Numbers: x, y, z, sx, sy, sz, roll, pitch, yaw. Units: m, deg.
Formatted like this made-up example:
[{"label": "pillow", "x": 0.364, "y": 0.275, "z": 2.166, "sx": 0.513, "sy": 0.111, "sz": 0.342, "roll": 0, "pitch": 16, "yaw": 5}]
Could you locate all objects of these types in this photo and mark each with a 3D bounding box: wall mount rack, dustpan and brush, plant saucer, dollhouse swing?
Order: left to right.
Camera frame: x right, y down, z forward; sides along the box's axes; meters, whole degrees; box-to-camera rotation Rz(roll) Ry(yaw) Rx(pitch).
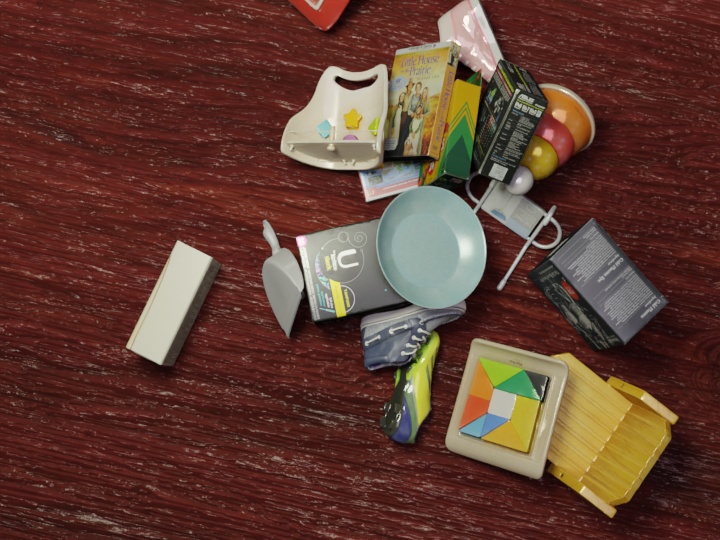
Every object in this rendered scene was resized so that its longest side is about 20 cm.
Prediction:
[{"label": "dustpan and brush", "x": -0.141, "y": -0.005, "z": 1.679, "sx": 0.056, "sy": 0.140, "sz": 0.201, "roll": -20, "pitch": 63, "yaw": -28}, {"label": "plant saucer", "x": 0.113, "y": -0.036, "z": 1.592, "sx": 0.197, "sy": 0.039, "sz": 0.206, "roll": 3, "pitch": 80, "yaw": -18}, {"label": "wall mount rack", "x": 0.249, "y": -0.075, "z": 1.700, "sx": 0.198, "sy": 0.075, "sz": 0.175, "roll": 35, "pitch": 122, "yaw": 5}, {"label": "dollhouse swing", "x": 0.383, "y": 0.260, "z": 1.619, "sx": 0.175, "sy": 0.182, "sz": 0.201, "roll": 39, "pitch": 86, "yaw": -16}]

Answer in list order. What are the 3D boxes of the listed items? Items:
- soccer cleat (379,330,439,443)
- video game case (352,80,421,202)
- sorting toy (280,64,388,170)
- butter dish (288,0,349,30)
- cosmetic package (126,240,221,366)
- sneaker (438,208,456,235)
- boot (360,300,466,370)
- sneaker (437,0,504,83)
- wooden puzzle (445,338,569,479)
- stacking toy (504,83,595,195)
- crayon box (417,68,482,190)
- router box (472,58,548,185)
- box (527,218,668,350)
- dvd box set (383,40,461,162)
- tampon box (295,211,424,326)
[{"label": "soccer cleat", "x": 0.099, "y": 0.204, "z": 1.682, "sx": 0.083, "sy": 0.064, "sz": 0.203, "roll": 29, "pitch": 76, "yaw": -30}, {"label": "video game case", "x": 0.052, "y": -0.238, "z": 1.741, "sx": 0.140, "sy": 0.017, "sz": 0.204, "roll": -14, "pitch": 84, "yaw": -1}, {"label": "sorting toy", "x": -0.020, "y": -0.277, "z": 1.689, "sx": 0.196, "sy": 0.107, "sz": 0.184, "roll": 4, "pitch": 77, "yaw": 28}, {"label": "butter dish", "x": -0.059, "y": -0.572, "z": 1.721, "sx": 0.199, "sy": 0.148, "sz": 0.201, "roll": 43, "pitch": 128, "yaw": 5}, {"label": "cosmetic package", "x": -0.321, "y": 0.059, "z": 1.669, "sx": 0.072, "sy": 0.104, "sz": 0.203, "roll": 24, "pitch": 84, "yaw": 3}, {"label": "sneaker", "x": 0.146, "y": -0.021, "z": 1.695, "sx": 0.075, "sy": 0.089, "sz": 0.204, "roll": 5, "pitch": 104, "yaw": -20}, {"label": "boot", "x": 0.093, "y": 0.111, "z": 1.650, "sx": 0.197, "sy": 0.073, "sz": 0.092, "roll": -16, "pitch": 65, "yaw": 26}, {"label": "sneaker", "x": 0.204, "y": -0.382, "z": 1.732, "sx": 0.103, "sy": 0.075, "sz": 0.203, "roll": -24, "pitch": 92, "yaw": 13}, {"label": "wooden puzzle", "x": 0.247, "y": 0.233, "z": 1.644, "sx": 0.182, "sy": 0.037, "sz": 0.204, "roll": 13, "pitch": 86, "yaw": 29}, {"label": "stacking toy", "x": 0.300, "y": -0.207, "z": 1.645, "sx": 0.145, "sy": 0.147, "sz": 0.201, "roll": 36, "pitch": 62, "yaw": 4}, {"label": "crayon box", "x": 0.155, "y": -0.243, "z": 1.676, "sx": 0.050, "sy": 0.127, "sz": 0.204, "roll": 13, "pitch": 76, "yaw": -16}, {"label": "router box", "x": 0.242, "y": -0.253, "z": 1.616, "sx": 0.061, "sy": 0.201, "sz": 0.152, "roll": 19, "pitch": 115, "yaw": -10}, {"label": "box", "x": 0.393, "y": 0.029, "z": 1.620, "sx": 0.104, "sy": 0.200, "sz": 0.182, "roll": -42, "pitch": 85, "yaw": -6}, {"label": "dvd box set", "x": 0.098, "y": -0.292, "z": 1.674, "sx": 0.029, "sy": 0.145, "sz": 0.204, "roll": 17, "pitch": 83, "yaw": -39}, {"label": "tampon box", "x": 0.000, "y": 0.000, "z": 1.661, "sx": 0.196, "sy": 0.126, "sz": 0.153, "roll": -13, "pitch": 85, "yaw": -2}]
